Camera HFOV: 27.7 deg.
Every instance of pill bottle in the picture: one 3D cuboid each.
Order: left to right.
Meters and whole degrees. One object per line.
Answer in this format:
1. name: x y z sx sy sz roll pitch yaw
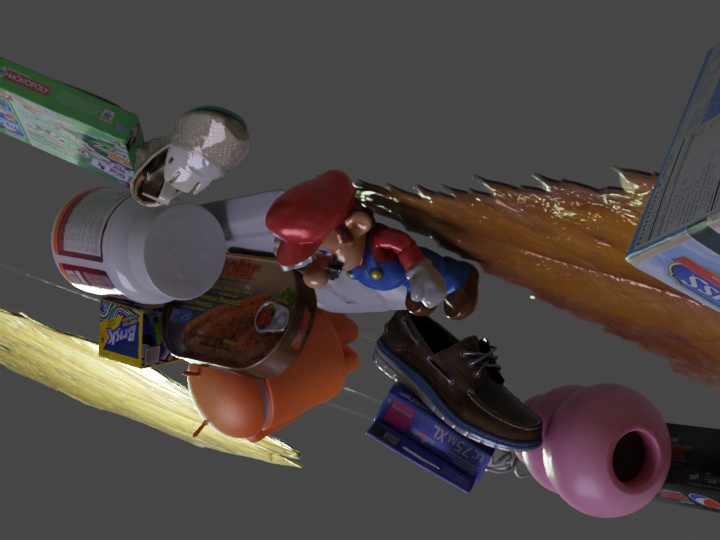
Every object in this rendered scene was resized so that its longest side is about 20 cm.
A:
1. pill bottle: -0.218 -0.025 1.438 0.109 0.111 0.199 35 165 -32

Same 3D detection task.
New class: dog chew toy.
1. dog chew toy: 0.212 0.167 1.423 0.124 0.126 0.199 31 171 -22

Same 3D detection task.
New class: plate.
1. plate: -0.048 -0.008 1.403 0.199 0.033 0.199 33 161 -25

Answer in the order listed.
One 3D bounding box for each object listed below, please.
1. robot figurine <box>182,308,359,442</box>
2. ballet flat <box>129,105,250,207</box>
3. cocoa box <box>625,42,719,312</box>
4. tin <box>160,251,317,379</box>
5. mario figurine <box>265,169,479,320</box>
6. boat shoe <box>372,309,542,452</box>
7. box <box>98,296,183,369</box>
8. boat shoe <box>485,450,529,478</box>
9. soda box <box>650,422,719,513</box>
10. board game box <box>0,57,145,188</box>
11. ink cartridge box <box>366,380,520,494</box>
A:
1. robot figurine: -0.095 0.099 1.518 0.118 0.198 0.144 60 151 10
2. ballet flat: -0.147 -0.088 1.243 0.067 0.063 0.199 26 164 -19
3. cocoa box: 0.257 -0.028 0.713 0.198 0.135 0.131 27 165 -7
4. tin: -0.118 0.041 1.405 0.042 0.113 0.199 25 169 -41
5. mario figurine: 0.000 0.000 1.214 0.199 0.107 0.123 26 131 -33
6. boat shoe: 0.096 0.099 1.394 0.199 0.073 0.072 32 -155 27
7. box: -0.183 0.052 1.552 0.069 0.065 0.199 12 -167 36
8. boat shoe: 0.159 0.204 1.683 0.085 0.075 0.202 24 166 4
9. soda box: 0.320 0.192 1.431 0.070 0.064 0.199 33 162 -31
10. board game box: -0.290 -0.143 1.340 0.198 0.029 0.135 24 163 5
11. ink cartridge box: 0.086 0.143 1.452 0.118 0.042 0.200 31 -157 7
